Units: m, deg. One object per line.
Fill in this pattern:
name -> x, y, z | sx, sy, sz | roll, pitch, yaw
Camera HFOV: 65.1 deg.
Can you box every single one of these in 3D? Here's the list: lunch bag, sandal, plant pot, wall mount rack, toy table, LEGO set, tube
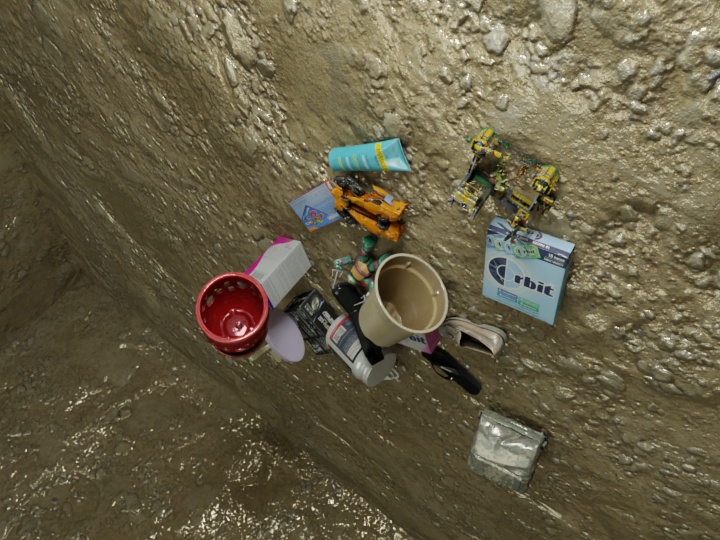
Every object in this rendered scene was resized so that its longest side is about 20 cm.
lunch bag -> 0.414, 0.497, 1.591 | 0.196, 0.139, 0.172 | 21, 127, 26
sandal -> 0.256, 0.288, 1.606 | 0.198, 0.043, 0.077 | 36, 148, 11
plant pot -> 0.088, 0.092, 1.394 | 0.200, 0.201, 0.184 | 41, 143, 0
wall mount rack -> 0.053, 0.282, 1.808 | 0.175, 0.075, 0.198 | 50, 147, -18
toy table -> -0.287, 0.225, 1.872 | 0.115, 0.183, 0.204 | -19, 103, 39
plant pot -> -0.351, 0.132, 1.577 | 0.198, 0.202, 0.183 | 36, 157, 9
LEGO set -> 0.248, -0.144, 1.020 | 0.198, 0.116, 0.155 | 38, 149, 6
tube -> 0.018, -0.248, 1.235 | 0.196, 0.051, 0.078 | 5, 141, 38

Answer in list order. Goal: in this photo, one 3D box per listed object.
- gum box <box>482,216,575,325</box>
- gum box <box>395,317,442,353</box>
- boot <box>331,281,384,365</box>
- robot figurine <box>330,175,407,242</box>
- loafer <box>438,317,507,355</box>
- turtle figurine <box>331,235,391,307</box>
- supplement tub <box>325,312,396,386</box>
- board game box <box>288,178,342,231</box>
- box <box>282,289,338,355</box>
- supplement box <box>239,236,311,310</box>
gum box -> 0.340, 0.003, 1.166 | 0.167, 0.045, 0.203 | 24, 145, 28
gum box -> 0.118, 0.144, 1.566 | 0.196, 0.066, 0.115 | 13, 139, 40
boot -> -0.007, 0.147, 1.583 | 0.065, 0.204, 0.164 | -30, 139, 17
robot figurine -> 0.015, -0.152, 1.334 | 0.197, 0.058, 0.147 | 30, 146, 19
loafer -> 0.272, 0.168, 1.424 | 0.196, 0.063, 0.073 | 6, 135, 45
turtle figurine -> 0.000, 0.000, 1.497 | 0.148, 0.102, 0.200 | 32, 135, -10
supplement tub -> 0.000, 0.235, 1.701 | 0.199, 0.139, 0.142 | 41, 153, 32
board game box -> -0.111, -0.168, 1.495 | 0.104, 0.019, 0.198 | 54, 147, -15
box -> -0.149, 0.177, 1.890 | 0.201, 0.086, 0.163 | 50, 148, -12
supplement box -> -0.254, 0.005, 1.692 | 0.099, 0.201, 0.105 | 13, 141, 38
